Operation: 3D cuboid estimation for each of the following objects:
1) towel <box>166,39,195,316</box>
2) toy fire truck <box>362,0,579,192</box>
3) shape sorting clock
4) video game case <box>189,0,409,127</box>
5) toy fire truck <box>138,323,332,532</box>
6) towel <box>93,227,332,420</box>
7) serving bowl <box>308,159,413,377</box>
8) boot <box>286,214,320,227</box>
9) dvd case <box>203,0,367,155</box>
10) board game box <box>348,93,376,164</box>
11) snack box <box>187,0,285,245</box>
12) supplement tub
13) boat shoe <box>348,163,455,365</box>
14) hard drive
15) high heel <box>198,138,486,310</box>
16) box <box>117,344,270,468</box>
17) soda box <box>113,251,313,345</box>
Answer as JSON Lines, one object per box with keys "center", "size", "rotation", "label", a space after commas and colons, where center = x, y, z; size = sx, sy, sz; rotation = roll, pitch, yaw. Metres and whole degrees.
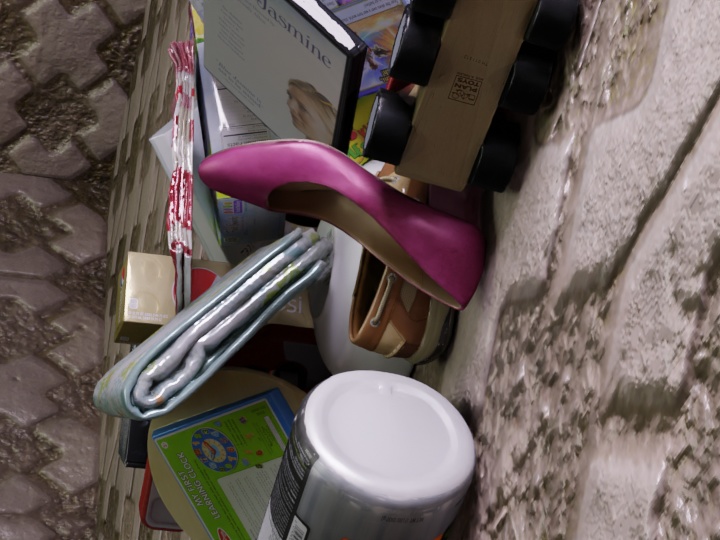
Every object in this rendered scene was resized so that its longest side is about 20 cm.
{"center": [-0.151, -0.074, 1.335], "size": [0.144, 0.023, 0.200], "rotation": [102, 167, -65], "label": "towel"}
{"center": [0.057, -0.177, 1.031], "size": [0.200, 0.128, 0.176], "rotation": [-82, 7, -49], "label": "toy fire truck"}
{"center": [-0.084, 0.168, 1.294], "size": [0.039, 0.200, 0.200], "rotation": [-49, -23, -59], "label": "shape sorting clock"}
{"center": [-0.040, -0.211, 1.169], "size": [0.200, 0.181, 0.045], "rotation": [-12, 26, 45], "label": "video game case"}
{"center": [-0.097, 0.140, 1.361], "size": [0.112, 0.168, 0.200], "rotation": [-113, 32, -63], "label": "toy fire truck"}
{"center": [-0.117, 0.046, 1.241], "size": [0.048, 0.200, 0.171], "rotation": [51, 164, -5], "label": "towel"}
{"center": [0.000, 0.000, 1.253], "size": [0.200, 0.066, 0.200], "rotation": [-172, 90, -76], "label": "serving bowl"}
{"center": [-0.036, -0.117, 1.454], "size": [0.200, 0.073, 0.076], "rotation": [120, 163, -63], "label": "boot"}
{"center": [-0.058, -0.152, 1.126], "size": [0.018, 0.143, 0.200], "rotation": [-42, -13, -19], "label": "dvd case"}
{"center": [-0.012, -0.156, 1.304], "size": [0.102, 0.048, 0.200], "rotation": [-38, 28, 10], "label": "board game box"}
{"center": [-0.109, -0.139, 1.400], "size": [0.169, 0.068, 0.200], "rotation": [107, 153, -76], "label": "snack box"}
{"center": [-0.005, 0.175, 1.073], "size": [0.123, 0.122, 0.200], "rotation": [-100, 21, -49], "label": "supplement tub"}
{"center": [0.029, -0.036, 1.120], "size": [0.076, 0.074, 0.200], "rotation": [165, 110, -67], "label": "boat shoe"}
{"center": [-0.122, -0.064, 1.519], "size": [0.200, 0.027, 0.132], "rotation": [65, -151, -18], "label": "hard drive"}
{"center": [-0.015, -0.031, 1.060], "size": [0.067, 0.200, 0.096], "rotation": [74, -158, -67], "label": "high heel"}
{"center": [-0.152, 0.102, 1.609], "size": [0.086, 0.163, 0.200], "rotation": [-170, 87, -76], "label": "box"}
{"center": [-0.115, 0.035, 1.417], "size": [0.064, 0.200, 0.068], "rotation": [127, 147, -63], "label": "soda box"}
